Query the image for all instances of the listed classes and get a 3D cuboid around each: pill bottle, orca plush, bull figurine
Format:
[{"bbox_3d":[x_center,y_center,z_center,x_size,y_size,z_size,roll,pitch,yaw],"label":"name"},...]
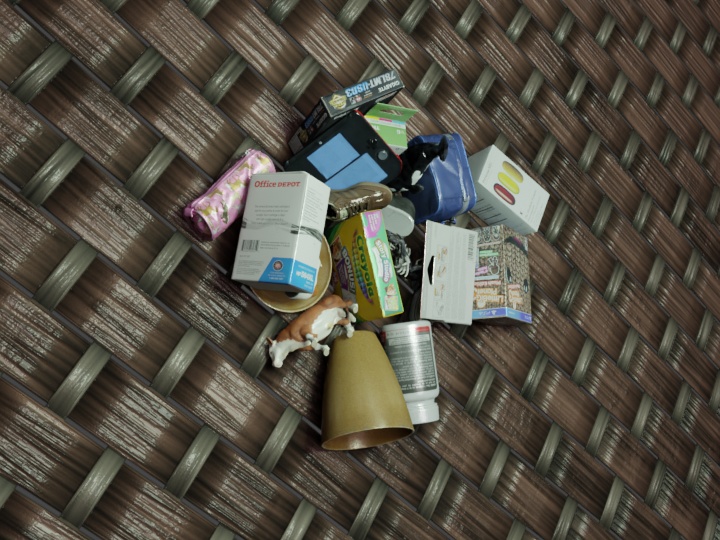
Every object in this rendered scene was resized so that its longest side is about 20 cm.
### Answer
[{"bbox_3d":[0.104,0.213,1.491,0.111,0.113,0.207,-3,82,-30],"label":"pill bottle"},{"bbox_3d":[0.102,-0.217,1.514,0.070,0.197,0.109,-10,92,-38],"label":"orca plush"},{"bbox_3d":[-0.091,0.117,1.391,0.199,0.120,0.066,-42,127,-28],"label":"bull figurine"}]

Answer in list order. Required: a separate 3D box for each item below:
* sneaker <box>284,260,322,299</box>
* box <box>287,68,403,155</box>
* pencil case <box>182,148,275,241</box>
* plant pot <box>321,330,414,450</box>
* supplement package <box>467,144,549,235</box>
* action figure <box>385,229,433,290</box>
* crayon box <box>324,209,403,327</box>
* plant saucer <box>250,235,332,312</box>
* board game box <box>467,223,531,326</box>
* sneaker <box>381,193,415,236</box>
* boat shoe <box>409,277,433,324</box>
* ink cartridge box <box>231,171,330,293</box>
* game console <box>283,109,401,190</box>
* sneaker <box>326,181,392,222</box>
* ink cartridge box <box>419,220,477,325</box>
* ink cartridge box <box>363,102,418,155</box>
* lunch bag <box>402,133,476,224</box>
[{"bbox_3d":[-0.121,-0.043,1.403,0.084,0.071,0.207,9,72,-54],"label":"sneaker"},{"bbox_3d":[-0.033,-0.318,1.459,0.198,0.198,0.051,-31,90,-31],"label":"box"},{"bbox_3d":[-0.250,-0.146,1.369,0.086,0.083,0.201,43,63,-6],"label":"pencil case"},{"bbox_3d":[-0.001,0.231,1.406,0.182,0.186,0.206,3,64,-29],"label":"plant pot"},{"bbox_3d":[0.334,-0.181,1.701,0.198,0.109,0.116,35,65,-20],"label":"supplement package"},{"bbox_3d":[0.068,-0.021,1.514,0.197,0.118,0.105,24,61,-30],"label":"action figure"},{"bbox_3d":[0.000,0.000,1.435,0.057,0.171,0.206,-11,86,-30],"label":"crayon box"},{"bbox_3d":[-0.150,-0.017,1.430,0.195,0.035,0.207,6,77,-29],"label":"plant saucer"},{"bbox_3d":[0.315,0.015,1.627,0.158,0.095,0.207,14,72,-55],"label":"board game box"},{"bbox_3d":[0.036,-0.147,1.553,0.197,0.072,0.099,32,22,5],"label":"sneaker"},{"bbox_3d":[0.176,0.045,1.594,0.072,0.062,0.202,42,63,-17],"label":"boat shoe"},{"bbox_3d":[-0.145,-0.070,1.319,0.084,0.143,0.206,24,73,-55],"label":"ink cartridge box"},{"bbox_3d":[-0.032,-0.209,1.437,0.176,0.197,0.032,39,28,-39],"label":"game console"},{"bbox_3d":[-0.029,-0.127,1.446,0.193,0.072,0.077,-4,45,-3],"label":"sneaker"},{"bbox_3d":[0.177,0.007,1.522,0.173,0.044,0.207,9,83,-42],"label":"ink cartridge box"},{"bbox_3d":[0.031,-0.269,1.487,0.101,0.199,0.061,4,72,-28],"label":"ink cartridge box"},{"bbox_3d":[0.177,-0.200,1.597,0.129,0.135,0.206,-12,86,-31],"label":"lunch bag"}]
